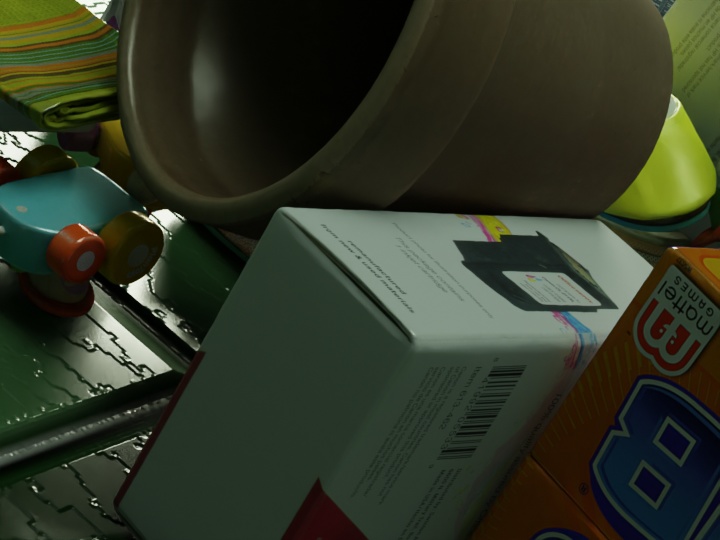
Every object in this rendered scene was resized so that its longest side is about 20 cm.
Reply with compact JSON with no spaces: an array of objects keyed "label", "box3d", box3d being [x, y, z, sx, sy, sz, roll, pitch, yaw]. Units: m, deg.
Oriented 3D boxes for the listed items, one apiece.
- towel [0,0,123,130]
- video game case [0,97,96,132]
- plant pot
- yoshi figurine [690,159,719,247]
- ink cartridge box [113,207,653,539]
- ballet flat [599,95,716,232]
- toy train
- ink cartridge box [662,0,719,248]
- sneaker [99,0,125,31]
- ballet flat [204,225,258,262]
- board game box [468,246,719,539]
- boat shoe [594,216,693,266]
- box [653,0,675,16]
[{"label":"towel","box3d":[-0.166,-0.119,1.120,0.200,0.018,0.086,37,32,30]},{"label":"video game case","box3d":[-0.234,-0.112,1.113,0.200,0.024,0.182,-1,34,-32]},{"label":"plant pot","box3d":[0.028,-0.089,1.051,0.175,0.200,0.200,21,25,-39]},{"label":"yoshi figurine","box3d":[0.216,-0.049,1.148,0.112,0.113,0.200,9,-6,-9]},{"label":"ink cartridge box","box3d":[0.026,0.058,1.007,0.200,0.146,0.083,1,36,-50]},{"label":"ballet flat","box3d":[0.109,-0.081,1.222,0.067,0.067,0.200,-16,25,-6]},{"label":"toy train","box3d":[-0.144,-0.044,1.123,0.150,0.056,0.200,16,29,-2]},{"label":"ink cartridge box","box3d":[0.231,-0.064,1.313,0.200,0.145,0.084,41,40,5]},{"label":"sneaker","box3d":[-0.068,-0.158,1.315,0.078,0.140,0.200,30,24,-4]},{"label":"ballet flat","box3d":[0.000,0.000,1.185,0.200,0.067,0.068,42,26,21]},{"label":"board game box","box3d":[0.184,0.131,0.986,0.200,0.200,0.200,3,37,-48]},{"label":"boat shoe","box3d":[0.147,0.015,1.352,0.200,0.072,0.076,17,53,-22]},{"label":"box","box3d":[0.177,-0.123,1.568,0.200,0.051,0.158,31,-10,0]}]
